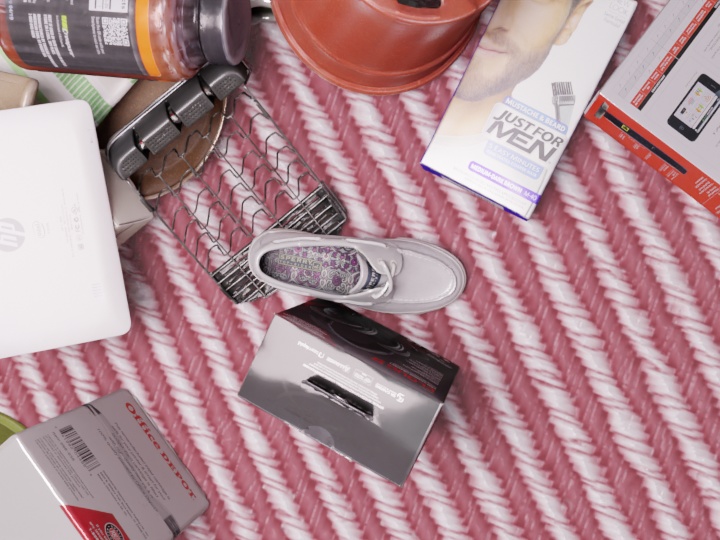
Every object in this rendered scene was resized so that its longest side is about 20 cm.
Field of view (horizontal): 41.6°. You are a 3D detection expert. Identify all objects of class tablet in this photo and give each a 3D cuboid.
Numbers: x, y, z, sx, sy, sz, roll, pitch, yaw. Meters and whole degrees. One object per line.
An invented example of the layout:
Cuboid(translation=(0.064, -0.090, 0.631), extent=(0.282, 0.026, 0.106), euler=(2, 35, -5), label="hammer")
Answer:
Cuboid(translation=(-0.274, -0.034, 0.796), extent=(0.128, 0.014, 0.203), euler=(-10, 97, -10), label="tablet")

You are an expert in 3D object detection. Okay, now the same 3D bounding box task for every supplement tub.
Cuboid(translation=(-0.194, -0.213, 0.786), extent=(0.197, 0.107, 0.109), euler=(7, 93, 10), label="supplement tub")

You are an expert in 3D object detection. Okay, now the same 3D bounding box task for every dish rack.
Cuboid(translation=(-0.114, -0.075, 0.854), extent=(0.153, 0.055, 0.201), euler=(-37, 116, 5), label="dish rack")

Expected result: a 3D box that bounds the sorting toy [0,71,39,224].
Cuboid(translation=(-0.368, -0.093, 0.861), extent=(0.198, 0.036, 0.188), euler=(16, 93, 33), label="sorting toy")

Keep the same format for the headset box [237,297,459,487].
Cuboid(translation=(-0.004, 0.093, 0.786), extent=(0.147, 0.200, 0.078), euler=(27, 96, 8), label="headset box")

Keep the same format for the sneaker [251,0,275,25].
Cuboid(translation=(-0.124, -0.259, 0.859), extent=(0.197, 0.073, 0.072), euler=(11, 88, 8), label="sneaker")

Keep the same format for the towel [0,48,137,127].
Cuboid(translation=(-0.273, -0.210, 0.868), extent=(0.200, 0.023, 0.153), euler=(-43, 87, 13), label="towel")

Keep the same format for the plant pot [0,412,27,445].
Cuboid(translation=(-0.407, 0.240, 0.864), extent=(0.197, 0.190, 0.204), euler=(0, 91, 10), label="plant pot")

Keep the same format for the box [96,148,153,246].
Cuboid(translation=(-0.293, -0.020, 0.878), extent=(0.199, 0.068, 0.083), euler=(-38, 88, 21), label="box")

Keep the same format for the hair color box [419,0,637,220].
Cuboid(translation=(0.144, -0.157, 0.824), extent=(0.108, 0.065, 0.202), euler=(27, 94, 8), label="hair color box")

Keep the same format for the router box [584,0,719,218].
Cuboid(translation=(0.313, -0.154, 0.772), extent=(0.179, 0.049, 0.201), euler=(39, 79, 6), label="router box")

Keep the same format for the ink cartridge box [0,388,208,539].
Cuboid(translation=(-0.234, 0.200, 0.830), extent=(0.083, 0.200, 0.145), euler=(-38, 86, 12), label="ink cartridge box")

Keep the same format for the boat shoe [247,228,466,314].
Cuboid(translation=(0.000, 0.000, 0.831), extent=(0.197, 0.069, 0.073), euler=(14, 99, -8), label="boat shoe")

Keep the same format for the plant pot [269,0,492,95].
Cuboid(translation=(0.030, -0.251, 0.746), extent=(0.197, 0.195, 0.204), euler=(-1, 94, -9), label="plant pot")

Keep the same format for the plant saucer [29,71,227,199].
Cuboid(translation=(-0.214, -0.167, 0.890), extent=(0.197, 0.037, 0.204), euler=(1, 96, 12), label="plant saucer")
